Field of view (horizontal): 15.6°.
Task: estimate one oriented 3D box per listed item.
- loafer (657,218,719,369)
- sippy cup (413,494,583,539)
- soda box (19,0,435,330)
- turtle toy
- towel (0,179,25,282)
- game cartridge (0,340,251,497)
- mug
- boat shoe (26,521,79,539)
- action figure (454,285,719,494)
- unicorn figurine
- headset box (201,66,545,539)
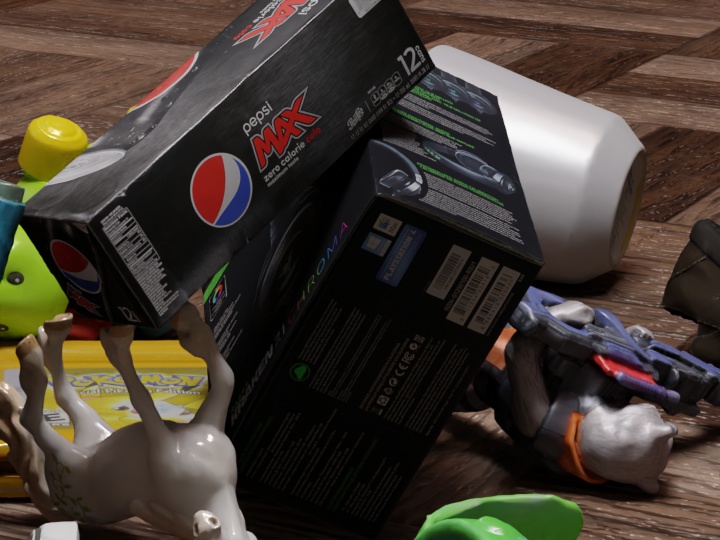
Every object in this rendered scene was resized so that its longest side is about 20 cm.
[{"bbox_3d":[0.233,0.045,1.514,0.073,0.071,0.200,29,15,-27],"label":"loafer"},{"bbox_3d":[0.084,0.161,0.940,0.130,0.179,0.140,7,-16,-23],"label":"sippy cup"},{"bbox_3d":[-0.061,-0.061,1.215,0.200,0.063,0.071,-44,28,-27],"label":"soda box"},{"bbox_3d":[-0.164,-0.010,1.546,0.200,0.146,0.101,-12,42,-45],"label":"turtle toy"},{"bbox_3d":[-0.226,0.041,1.215,0.022,0.201,0.146,20,-1,-41],"label":"towel"},{"bbox_3d":[-0.126,0.074,1.407,0.176,0.033,0.200,0,16,-8],"label":"game cartridge"},{"bbox_3d":[0.112,-0.066,1.760,0.153,0.150,0.187,15,25,16],"label":"mug"},{"bbox_3d":[-0.146,0.152,1.038,0.063,0.071,0.200,3,17,-1],"label":"boat shoe"},{"bbox_3d":[0.111,0.066,1.413,0.200,0.105,0.193,22,8,-37],"label":"action figure"},{"bbox_3d":[-0.099,0.087,1.221,0.074,0.138,0.200,-20,9,-31],"label":"unicorn figurine"},{"bbox_3d":[0.000,0.000,1.311,0.093,0.174,0.200,23,25,-16],"label":"headset box"}]
